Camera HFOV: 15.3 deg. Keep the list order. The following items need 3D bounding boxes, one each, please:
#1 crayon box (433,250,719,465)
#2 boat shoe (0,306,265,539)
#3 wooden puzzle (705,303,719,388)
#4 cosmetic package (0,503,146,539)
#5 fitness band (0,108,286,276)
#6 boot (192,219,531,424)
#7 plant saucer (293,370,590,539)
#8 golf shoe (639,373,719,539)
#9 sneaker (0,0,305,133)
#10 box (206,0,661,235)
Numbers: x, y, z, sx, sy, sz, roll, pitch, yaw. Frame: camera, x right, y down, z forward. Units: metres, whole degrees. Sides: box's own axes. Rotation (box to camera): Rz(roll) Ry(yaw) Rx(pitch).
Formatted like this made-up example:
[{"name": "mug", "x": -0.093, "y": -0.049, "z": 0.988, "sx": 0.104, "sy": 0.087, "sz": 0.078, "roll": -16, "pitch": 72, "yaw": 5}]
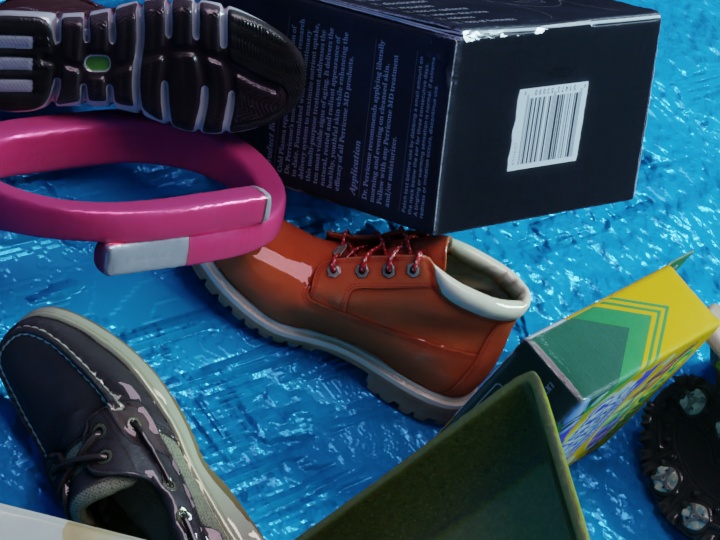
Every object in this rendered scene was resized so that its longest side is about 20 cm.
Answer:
[{"name": "crayon box", "x": 0.128, "y": 0.068, "z": 1.557, "sx": 0.052, "sy": 0.126, "sz": 0.200, "roll": 49, "pitch": 36, "yaw": 12}, {"name": "boat shoe", "x": -0.119, "y": 0.105, "z": 1.338, "sx": 0.201, "sy": 0.072, "sz": 0.066, "roll": 51, "pitch": 31, "yaw": 8}, {"name": "wooden puzzle", "x": 0.273, "y": 0.113, "z": 1.664, "sx": 0.185, "sy": 0.037, "sz": 0.200, "roll": 51, "pitch": 3, "yaw": 15}, {"name": "cosmetic package", "x": -0.118, "y": 0.176, "z": 1.229, "sx": 0.199, "sy": 0.071, "sz": 0.106, "roll": 16, "pitch": 70, "yaw": -29}, {"name": "fitness band", "x": -0.133, "y": -0.048, "z": 1.469, "sx": 0.199, "sy": 0.038, "sz": 0.143, "roll": -8, "pitch": 31, "yaw": -40}, {"name": "boot", "x": 0.000, "y": 0.000, "z": 1.534, "sx": 0.199, "sy": 0.107, "sz": 0.075, "roll": 27, "pitch": 40, "yaw": -14}, {"name": "plant saucer", "x": 0.048, "y": 0.184, "z": 1.308, "sx": 0.048, "sy": 0.199, "sz": 0.201, "roll": 30, "pitch": 34, "yaw": -39}, {"name": "golf shoe", "x": 0.241, "y": 0.154, "z": 1.634, "sx": 0.200, "sy": 0.077, "sz": 0.088, "roll": 57, "pitch": 12, "yaw": 27}, {"name": "sneaker", "x": -0.133, "y": -0.134, "z": 1.542, "sx": 0.199, "sy": 0.076, "sz": 0.116, "roll": 6, "pitch": 19, "yaw": -8}, {"name": "box", "x": 0.040, "y": -0.111, "z": 1.603, "sx": 0.196, "sy": 0.125, "sz": 0.200, "roll": 21, "pitch": 21, "yaw": 38}]
